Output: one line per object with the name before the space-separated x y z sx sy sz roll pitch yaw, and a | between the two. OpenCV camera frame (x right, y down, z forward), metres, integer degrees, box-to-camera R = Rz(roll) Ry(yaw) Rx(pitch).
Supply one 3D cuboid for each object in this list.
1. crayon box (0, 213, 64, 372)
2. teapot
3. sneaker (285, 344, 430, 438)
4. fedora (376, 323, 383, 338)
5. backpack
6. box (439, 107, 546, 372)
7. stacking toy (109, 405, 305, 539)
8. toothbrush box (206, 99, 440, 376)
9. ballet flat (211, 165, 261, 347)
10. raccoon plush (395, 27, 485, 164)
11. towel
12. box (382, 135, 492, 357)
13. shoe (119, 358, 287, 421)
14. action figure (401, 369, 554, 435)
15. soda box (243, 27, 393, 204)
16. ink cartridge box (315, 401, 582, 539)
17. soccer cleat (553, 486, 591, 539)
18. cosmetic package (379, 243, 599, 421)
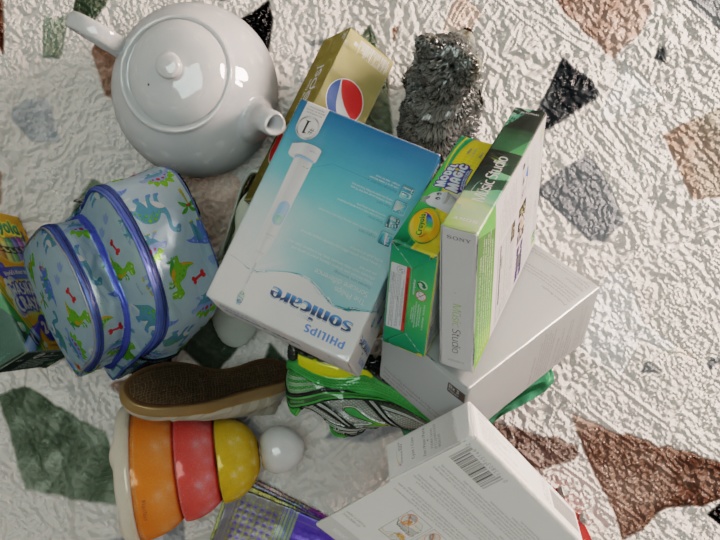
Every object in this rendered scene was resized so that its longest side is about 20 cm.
crayon box | -0.390 0.007 0.923 0.051 0.126 0.203 -28 85 3
teapot | -0.186 -0.199 0.902 0.196 0.146 0.202 -18 85 6
sneaker | 0.014 0.133 0.877 0.196 0.078 0.087 16 108 19
fedora | 0.000 0.000 0.889 0.197 0.081 0.205 -17 59 29
backpack | -0.236 0.007 0.853 0.199 0.145 0.186 -33 82 48
box | 0.118 -0.032 0.754 0.036 0.201 0.147 12 130 20
stacking toy | -0.155 0.203 0.900 0.195 0.146 0.150 -5 87 -8
toothbrush box | -0.028 -0.029 0.782 0.144 0.085 0.203 22 78 13
ballet flat | -0.129 -0.018 0.928 0.068 0.069 0.205 14 89 6
raccoon plush | 0.078 -0.145 0.876 0.094 0.134 0.205 8 88 5
towel | -0.079 0.327 0.929 0.197 0.023 0.146 25 89 7
box | 0.080 -0.034 0.778 0.047 0.201 0.119 20 133 18
shoe | -0.155 0.132 0.877 0.070 0.197 0.054 46 123 38
action figure | 0.128 0.118 0.900 0.197 0.055 0.120 -26 83 8
soda box | -0.043 -0.146 0.895 0.063 0.067 0.203 31 77 -26
ink cartridge box | 0.084 0.228 0.794 0.174 0.045 0.200 -32 123 20
soccer cleat | 0.152 0.249 0.884 0.198 0.069 0.085 33 123 -13
cosmetic package | 0.124 0.059 0.825 0.198 0.082 0.112 -30 51 -29
